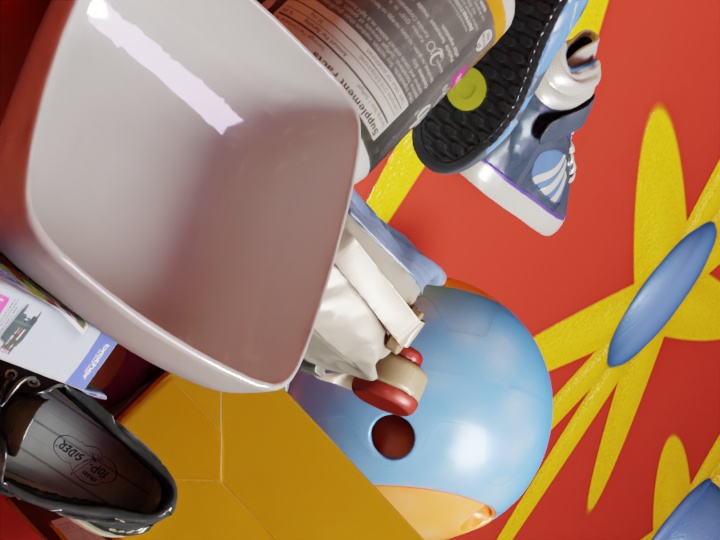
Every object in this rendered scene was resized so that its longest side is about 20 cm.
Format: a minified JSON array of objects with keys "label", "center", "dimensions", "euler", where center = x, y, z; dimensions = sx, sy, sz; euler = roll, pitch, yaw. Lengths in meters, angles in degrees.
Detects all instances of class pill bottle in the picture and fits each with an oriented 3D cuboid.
[{"label":"pill bottle","center":[-0.013,-0.121,1.231],"dimensions":[0.200,0.116,0.116],"euler":[-46,158,-17]}]

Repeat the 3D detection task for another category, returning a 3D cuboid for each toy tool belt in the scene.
[{"label":"toy tool belt","center":[0.000,0.000,1.342],"dimensions":[0.200,0.125,0.123],"euler":[41,68,-47]}]

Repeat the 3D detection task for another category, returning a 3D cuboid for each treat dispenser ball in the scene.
[{"label":"treat dispenser ball","center":[0.045,0.103,1.592],"dimensions":[0.201,0.201,0.201],"euler":[-43,157,-23]}]

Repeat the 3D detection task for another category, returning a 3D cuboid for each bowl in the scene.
[{"label":"bowl","center":[-0.102,-0.050,1.068],"dimensions":[0.200,0.075,0.200],"euler":[39,52,-36]}]

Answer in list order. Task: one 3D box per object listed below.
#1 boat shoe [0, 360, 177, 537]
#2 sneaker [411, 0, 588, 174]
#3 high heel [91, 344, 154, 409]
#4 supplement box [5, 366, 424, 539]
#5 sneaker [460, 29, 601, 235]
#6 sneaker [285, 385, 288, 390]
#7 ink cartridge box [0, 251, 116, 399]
[{"label":"boat shoe","center":[-0.179,0.084,1.127],"dimensions":[0.066,0.199,0.075],"euler":[-3,-129,58]},{"label":"sneaker","center":[0.106,-0.151,1.415],"dimensions":[0.200,0.066,0.078],"euler":[-61,163,18]},{"label":"high heel","center":[-0.180,0.060,1.229],"dimensions":[0.200,0.067,0.096],"euler":[-47,169,-6]},{"label":"supplement box","center":[-0.090,0.161,1.311],"dimensions":[0.133,0.197,0.200],"euler":[-45,-173,-20]},{"label":"sneaker","center":[0.150,-0.113,1.636],"dimensions":[0.147,0.081,0.200],"euler":[-51,154,7]},{"label":"sneaker","center":[-0.088,0.040,1.413],"dimensions":[0.085,0.077,0.200],"euler":[-63,163,-14]},{"label":"ink cartridge box","center":[-0.195,0.003,1.038],"dimensions":[0.042,0.119,0.200],"euler":[-54,159,-2]}]
